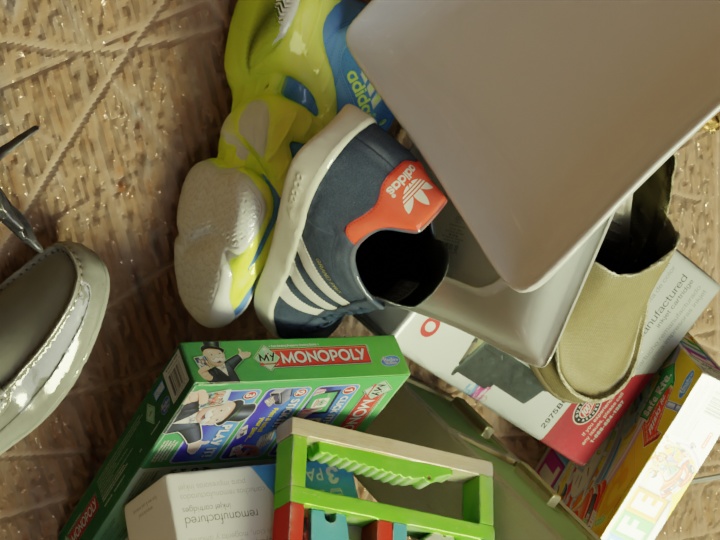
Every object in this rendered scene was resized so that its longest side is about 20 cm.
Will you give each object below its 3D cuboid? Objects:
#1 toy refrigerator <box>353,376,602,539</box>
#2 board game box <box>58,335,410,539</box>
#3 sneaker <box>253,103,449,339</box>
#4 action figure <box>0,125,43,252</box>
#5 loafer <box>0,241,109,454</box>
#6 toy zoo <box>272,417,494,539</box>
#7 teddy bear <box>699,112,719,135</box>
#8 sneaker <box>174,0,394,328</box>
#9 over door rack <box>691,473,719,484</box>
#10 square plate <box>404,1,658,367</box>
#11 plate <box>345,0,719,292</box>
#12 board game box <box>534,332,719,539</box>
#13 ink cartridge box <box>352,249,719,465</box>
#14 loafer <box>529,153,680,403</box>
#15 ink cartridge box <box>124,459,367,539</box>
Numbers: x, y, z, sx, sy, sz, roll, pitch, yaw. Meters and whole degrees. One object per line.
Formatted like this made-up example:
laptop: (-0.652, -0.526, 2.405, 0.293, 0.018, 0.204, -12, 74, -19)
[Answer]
toy refrigerator: (0.069, 0.137, 1.210, 0.076, 0.200, 0.070, 27, 101, -42)
board game box: (-0.074, 0.105, 1.156, 0.134, 0.029, 0.200, -2, 144, -33)
sneaker: (0.000, 0.000, 1.076, 0.075, 0.084, 0.200, -48, 166, -24)
action figure: (-0.229, 0.003, 1.004, 0.119, 0.102, 0.200, 40, 94, -30)
loafer: (-0.208, 0.064, 1.074, 0.200, 0.070, 0.070, -51, 140, 4)
toy zoo: (0.012, 0.186, 1.091, 0.131, 0.201, 0.020, 15, 152, -26)
teddy bear: (0.212, -0.152, 1.220, 0.199, 0.067, 0.145, 19, 103, -40)
sneaker: (-0.031, -0.060, 1.111, 0.105, 0.076, 0.201, 3, 114, -35)
over door rack: (0.214, 0.189, 1.431, 0.199, 0.067, 0.148, 7, 114, -43)
square plate: (0.077, -0.064, 1.075, 0.028, 0.200, 0.199, 23, 89, -27)
plate: (0.106, -0.116, 0.996, 0.200, 0.200, 0.032, -44, 143, 16)
board game box: (0.157, 0.131, 1.309, 0.034, 0.135, 0.201, 26, 101, -17)
ink cartridge box: (0.097, 0.008, 1.230, 0.200, 0.083, 0.146, 32, 97, -41)
loafer: (0.134, -0.004, 1.146, 0.076, 0.067, 0.201, -19, 125, -24)
ink cartridge box: (-0.047, 0.208, 1.101, 0.115, 0.201, 0.068, -3, 162, -29)
